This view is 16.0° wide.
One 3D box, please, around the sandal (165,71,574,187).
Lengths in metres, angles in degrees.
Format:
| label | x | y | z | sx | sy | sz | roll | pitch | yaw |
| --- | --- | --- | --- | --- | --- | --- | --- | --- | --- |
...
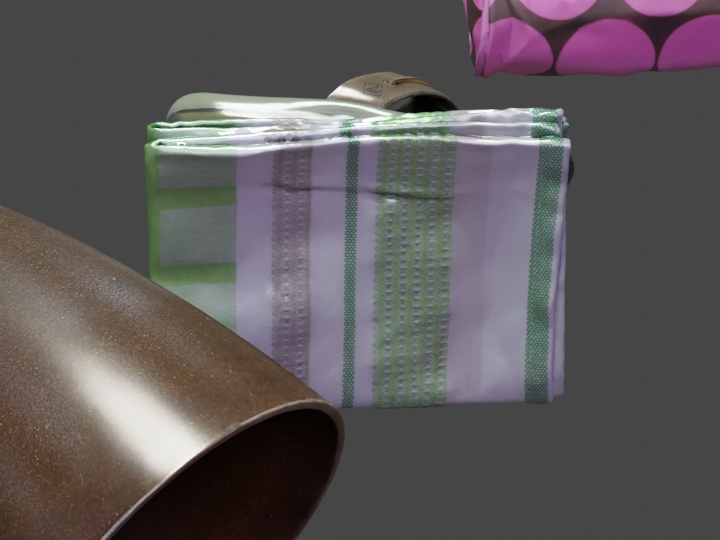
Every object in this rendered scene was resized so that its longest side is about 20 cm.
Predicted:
| label | x | y | z | sx | sy | sz | roll | pitch | yaw |
| --- | --- | --- | --- | --- | --- | --- | --- | --- | --- |
| sandal | 0.007 | -0.069 | 1.233 | 0.199 | 0.080 | 0.058 | 10 | 60 | -4 |

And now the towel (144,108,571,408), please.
| label | x | y | z | sx | sy | sz | roll | pitch | yaw |
| --- | --- | --- | --- | --- | --- | --- | --- | --- | --- |
| towel | 0.000 | 0.000 | 1.192 | 0.198 | 0.031 | 0.150 | -2 | 112 | -5 |

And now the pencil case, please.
| label | x | y | z | sx | sy | sz | roll | pitch | yaw |
| --- | --- | --- | --- | --- | --- | --- | --- | --- | --- |
| pencil case | 0.148 | -0.136 | 1.263 | 0.198 | 0.094 | 0.091 | 0 | 119 | -8 |

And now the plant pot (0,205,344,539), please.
| label | x | y | z | sx | sy | sz | roll | pitch | yaw |
| --- | --- | --- | --- | --- | --- | --- | --- | --- | --- |
| plant pot | -0.141 | 0.063 | 1.137 | 0.187 | 0.187 | 0.200 | -40 | 68 | -15 |
